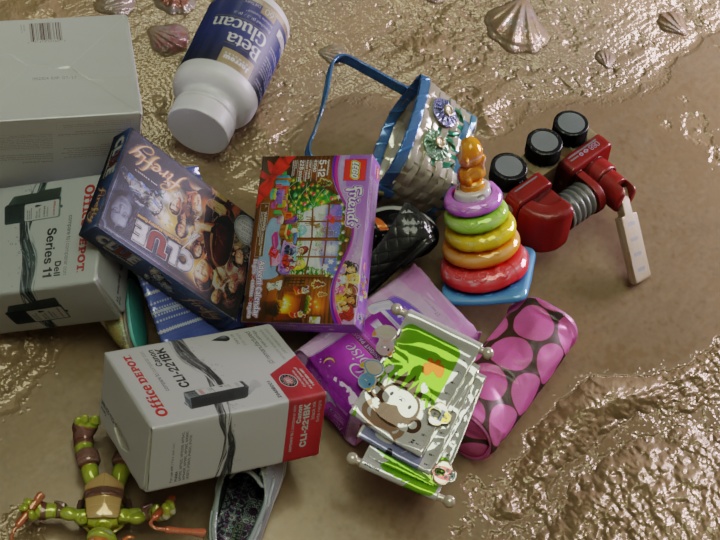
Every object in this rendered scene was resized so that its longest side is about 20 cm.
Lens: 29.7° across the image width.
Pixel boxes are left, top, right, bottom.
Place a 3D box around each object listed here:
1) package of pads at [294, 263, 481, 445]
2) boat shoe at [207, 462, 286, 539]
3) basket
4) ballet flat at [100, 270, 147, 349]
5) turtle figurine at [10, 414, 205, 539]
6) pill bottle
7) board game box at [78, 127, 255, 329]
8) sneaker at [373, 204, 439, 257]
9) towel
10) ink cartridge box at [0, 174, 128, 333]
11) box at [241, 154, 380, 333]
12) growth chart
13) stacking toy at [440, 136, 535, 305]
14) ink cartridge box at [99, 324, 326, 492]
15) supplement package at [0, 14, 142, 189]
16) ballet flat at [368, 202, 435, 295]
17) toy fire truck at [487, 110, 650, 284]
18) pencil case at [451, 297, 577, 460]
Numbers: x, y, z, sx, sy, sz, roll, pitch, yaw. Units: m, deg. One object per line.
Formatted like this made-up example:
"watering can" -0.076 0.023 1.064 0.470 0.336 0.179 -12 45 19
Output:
"package of pads" 0.028 0.093 1.553 0.199 0.076 0.121 -35 68 -27
"boat shoe" -0.118 0.229 1.443 0.069 0.072 0.203 13 56 -2
"basket" 0.038 -0.165 1.672 0.198 0.139 0.178 20 58 -10
"ballet flat" -0.280 0.015 1.553 0.070 0.071 0.202 0 60 -11
"turtle figurine" -0.257 0.233 1.419 0.197 0.065 0.163 -3 51 0
"pill bottle" -0.169 -0.248 1.700 0.110 0.111 0.202 19 57 1
"board game box" -0.204 -0.045 1.496 0.199 0.034 0.137 36 50 -32
"sneaker" -0.005 -0.030 1.607 0.197 0.071 0.090 5 30 -2
"towel" -0.202 -0.013 1.528 0.144 0.024 0.202 -19 88 -50
"ink cartridge box" -0.362 -0.016 1.502 0.197 0.083 0.148 -7 58 8
"box" -0.055 -0.031 1.534 0.135 0.039 0.202 0 72 17
"growth chart" 0.060 0.141 1.468 0.143 0.018 0.202 17 68 7
"stacking toy" 0.136 -0.064 1.583 0.108 0.202 0.116 -2 33 17
"ink cartridge box" -0.157 0.140 1.421 0.198 0.085 0.144 -10 34 -28
"supplement package" -0.355 -0.170 1.564 0.189 0.201 0.148 -5 59 -14
"ballet flat" 0.000 0.000 1.568 0.199 0.066 0.057 -38 84 12
"toy fire truck" 0.269 -0.069 1.686 0.175 0.129 0.200 -33 60 -26
"pencil case" 0.164 0.117 1.561 0.093 0.091 0.200 32 56 18
